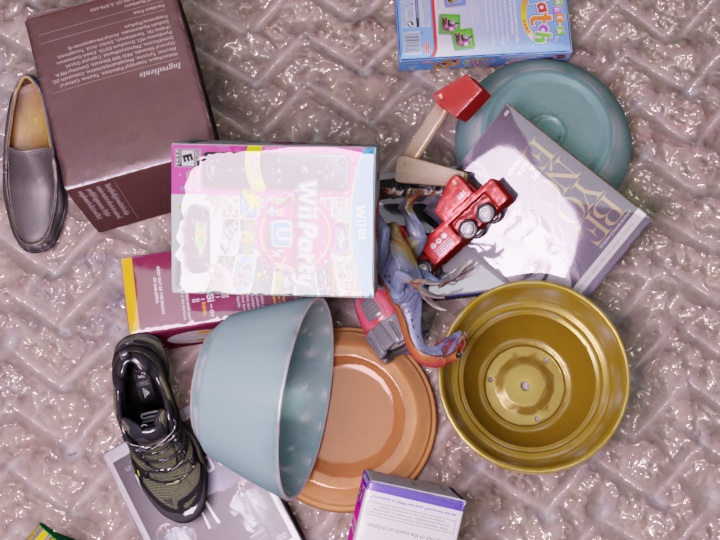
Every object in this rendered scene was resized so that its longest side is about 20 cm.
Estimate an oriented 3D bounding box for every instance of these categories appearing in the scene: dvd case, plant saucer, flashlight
[{"bbox_3d":[0.105,-0.043,1.347,0.199,0.025,0.151,-5,77,-1],"label":"dvd case"},{"bbox_3d":[-0.016,0.157,1.295,0.199,0.037,0.201,0,77,0],"label":"plant saucer"},{"bbox_3d":[-0.162,0.245,1.267,0.150,0.025,0.201,-30,79,1],"label":"dvd case"},{"bbox_3d":[0.205,-0.149,1.343,0.199,0.036,0.201,0,76,0],"label":"plant saucer"},{"bbox_3d":[0.000,0.000,1.299,0.068,0.068,0.200,-21,68,-24],"label":"flashlight"},{"bbox_3d":[0.189,-0.060,1.302,0.200,0.016,0.149,39,102,7],"label":"dvd case"}]

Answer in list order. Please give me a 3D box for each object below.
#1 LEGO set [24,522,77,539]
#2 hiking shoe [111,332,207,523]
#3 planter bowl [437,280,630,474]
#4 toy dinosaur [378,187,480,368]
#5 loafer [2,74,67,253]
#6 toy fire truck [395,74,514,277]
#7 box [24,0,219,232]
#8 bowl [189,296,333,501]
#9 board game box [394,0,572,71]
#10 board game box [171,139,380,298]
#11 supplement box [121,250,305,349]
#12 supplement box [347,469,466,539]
[{"bbox_3d":[-0.279,0.354,1.195,0.200,0.154,0.116,37,80,12],"label":"LEGO set"},{"bbox_3d":[-0.209,0.167,1.200,0.075,0.101,0.201,-18,97,4],"label":"hiking shoe"},{"bbox_3d":[0.179,0.117,1.279,0.199,0.083,0.201,0,76,1],"label":"planter bowl"},{"bbox_3d":[0.051,0.006,1.245,0.105,0.200,0.183,0,92,-39],"label":"toy dinosaur"},{"bbox_3d":[-0.370,-0.120,1.344,0.072,0.072,0.201,-7,78,-2],"label":"loafer"},{"bbox_3d":[0.086,-0.094,1.291,0.200,0.049,0.141,-43,78,14],"label":"toy fire truck"},{"bbox_3d":[-0.246,-0.175,1.308,0.163,0.166,0.201,-15,76,-4],"label":"box"},{"bbox_3d":[-0.100,0.118,1.194,0.104,0.201,0.202,8,77,13],"label":"bowl"},{"bbox_3d":[0.139,-0.313,1.404,0.199,0.037,0.152,-3,77,0],"label":"board game box"},{"bbox_3d":[-0.082,-0.052,1.180,0.199,0.064,0.148,1,97,4],"label":"board game box"},{"bbox_3d":[-0.144,0.024,1.289,0.199,0.110,0.086,-9,77,-2],"label":"supplement box"},{"bbox_3d":[0.031,0.312,1.207,0.103,0.101,0.201,12,86,-2],"label":"supplement box"}]
